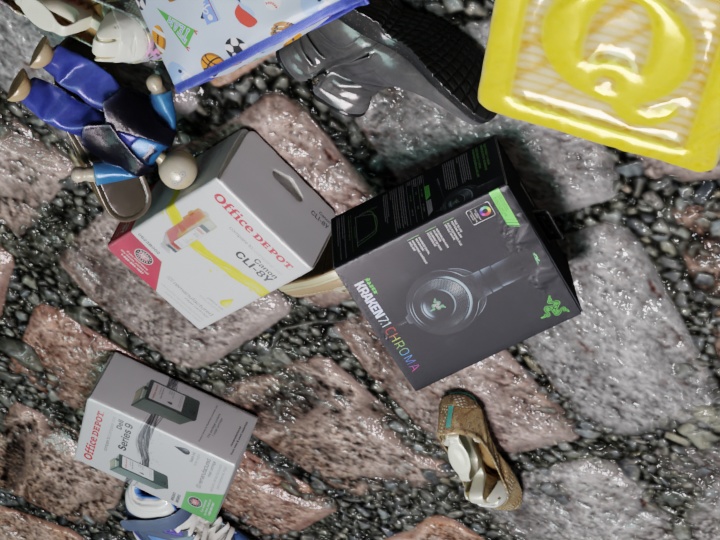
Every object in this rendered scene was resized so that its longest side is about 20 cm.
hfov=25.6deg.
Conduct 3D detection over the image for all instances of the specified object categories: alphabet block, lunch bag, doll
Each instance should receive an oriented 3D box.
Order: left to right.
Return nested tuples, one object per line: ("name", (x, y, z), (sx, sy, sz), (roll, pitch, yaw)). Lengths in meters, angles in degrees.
("doll", (-0.246, -0.141, 1.559), (0.199, 0.049, 0.137), (32, 105, -23))
("lunch bag", (-0.095, -0.268, 1.345), (0.199, 0.124, 0.171), (-21, 100, 44))
("alphabet block", (0.215, -0.228, 1.207), (0.195, 0.201, 0.196), (16, 138, 9))

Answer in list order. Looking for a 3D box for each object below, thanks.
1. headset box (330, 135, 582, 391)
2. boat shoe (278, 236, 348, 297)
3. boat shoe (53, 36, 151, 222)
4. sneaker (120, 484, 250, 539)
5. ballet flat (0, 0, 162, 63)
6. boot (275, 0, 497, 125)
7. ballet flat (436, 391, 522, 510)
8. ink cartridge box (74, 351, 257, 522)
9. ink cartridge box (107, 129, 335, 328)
("headset box", (0.098, -0.007, 1.533), (0.199, 0.093, 0.175), (-25, 122, 13))
("boat shoe", (0.000, 0.000, 1.645), (0.199, 0.072, 0.065), (-14, 126, 34))
("boat shoe", (-0.271, -0.148, 1.617), (0.071, 0.068, 0.202), (-18, 114, -16))
("sneaker", (-0.220, 0.332, 2.088), (0.198, 0.081, 0.147), (21, 143, 13))
("ballet flat", (-0.261, -0.239, 1.518), (0.198, 0.071, 0.070), (22, 127, 2))
("boot", (0.027, -0.181, 1.458), (0.200, 0.070, 0.132), (40, 140, -1))
("ballet flat", (0.131, 0.227, 1.824), (0.070, 0.066, 0.201), (-7, 131, 30))
("ink cartridge box", (-0.244, 0.208, 1.967), (0.198, 0.084, 0.146), (24, 139, 1))
("ink cartridge box", (-0.146, -0.040, 1.662), (0.145, 0.084, 0.199), (43, 135, -21))
